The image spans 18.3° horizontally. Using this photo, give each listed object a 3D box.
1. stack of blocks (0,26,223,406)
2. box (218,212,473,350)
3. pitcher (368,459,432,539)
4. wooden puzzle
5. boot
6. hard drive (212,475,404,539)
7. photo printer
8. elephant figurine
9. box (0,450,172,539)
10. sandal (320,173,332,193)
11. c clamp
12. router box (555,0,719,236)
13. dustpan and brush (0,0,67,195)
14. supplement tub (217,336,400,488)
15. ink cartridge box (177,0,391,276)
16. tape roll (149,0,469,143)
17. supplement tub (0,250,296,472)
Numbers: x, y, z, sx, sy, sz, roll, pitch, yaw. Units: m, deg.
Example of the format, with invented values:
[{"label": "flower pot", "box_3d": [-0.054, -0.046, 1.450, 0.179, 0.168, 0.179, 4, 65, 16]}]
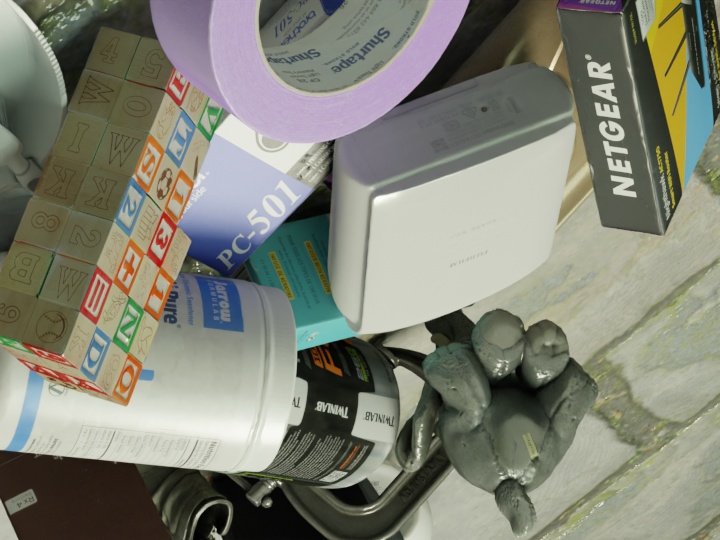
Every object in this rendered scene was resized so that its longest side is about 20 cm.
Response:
[{"label": "stack of blocks", "box_3d": [-0.150, -0.031, 1.366, 0.115, 0.058, 0.201, 52, 56, -67]}, {"label": "box", "box_3d": [0.000, 0.000, 1.631, 0.199, 0.083, 0.049, -14, 162, -34]}, {"label": "pitcher", "box_3d": [-0.030, 0.243, 1.972, 0.171, 0.122, 0.200, -4, 155, -15]}, {"label": "wooden puzzle", "box_3d": [0.135, -0.127, 1.603, 0.185, 0.046, 0.200, -48, 144, 7]}, {"label": "boot", "box_3d": [-0.165, 0.201, 1.747, 0.067, 0.131, 0.200, -11, 145, -31]}, {"label": "hard drive", "box_3d": [-0.043, 0.214, 1.827, 0.134, 0.200, 0.042, -28, 130, -5]}, {"label": "photo printer", "box_3d": [0.058, -0.039, 1.519, 0.166, 0.070, 0.200, -21, 150, -17]}, {"label": "elephant figurine", "box_3d": [0.091, 0.106, 1.727, 0.155, 0.142, 0.200, -46, -172, -19]}, {"label": "box", "box_3d": [-0.199, 0.177, 1.607, 0.100, 0.200, 0.075, -26, 150, -10]}, {"label": "sandal", "box_3d": [0.015, -0.072, 1.585, 0.202, 0.050, 0.083, 2, 137, -44]}, {"label": "c clamp", "box_3d": [-0.008, 0.131, 1.800, 0.200, 0.171, 0.027, -41, 156, -13]}, {"label": "router box", "box_3d": [0.193, -0.146, 1.508, 0.150, 0.051, 0.201, -61, 147, -35]}, {"label": "dustpan and brush", "box_3d": [-0.217, -0.076, 1.349, 0.139, 0.057, 0.200, -36, 151, 7]}, {"label": "supplement tub", "box_3d": [-0.069, 0.096, 1.687, 0.123, 0.123, 0.200, -44, 149, 21]}, {"label": "ink cartridge box", "box_3d": [-0.060, -0.090, 1.468, 0.094, 0.044, 0.200, 28, 118, -36]}, {"label": "tape roll", "box_3d": [-0.024, -0.178, 1.313, 0.200, 0.066, 0.201, -26, 135, -29]}, {"label": "supplement tub", "box_3d": [-0.155, 0.062, 1.491, 0.199, 0.132, 0.132, 6, 137, -19]}]
